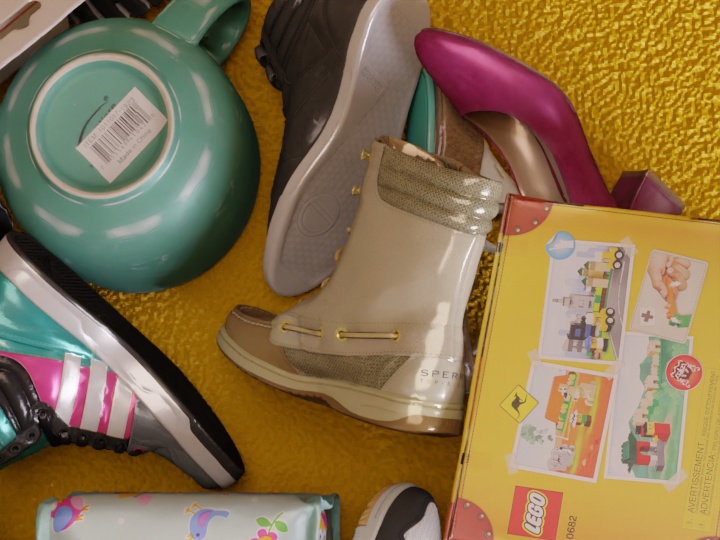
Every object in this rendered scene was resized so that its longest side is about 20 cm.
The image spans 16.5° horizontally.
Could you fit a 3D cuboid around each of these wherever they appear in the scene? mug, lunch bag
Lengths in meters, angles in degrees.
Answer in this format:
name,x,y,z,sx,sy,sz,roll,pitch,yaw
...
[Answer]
name,x,y,z,sx,sy,sz,roll,pitch,yaw
mug,-0.141,-0.088,1.480,0.151,0.114,0.187,-4,79,7
lunch bag,-0.096,0.226,1.409,0.169,0.122,0.202,1,86,6

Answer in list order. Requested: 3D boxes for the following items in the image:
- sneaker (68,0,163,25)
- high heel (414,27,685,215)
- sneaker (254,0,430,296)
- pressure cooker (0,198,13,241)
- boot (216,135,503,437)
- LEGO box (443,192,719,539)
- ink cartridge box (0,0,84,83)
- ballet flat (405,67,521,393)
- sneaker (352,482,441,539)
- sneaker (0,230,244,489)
name,x,y,z,sx,sy,sz,roll,pitch,yaw
sneaker,-0.128,-0.218,1.535,0.199,0.078,0.091,-19,37,15
high heel,0.094,-0.052,1.440,0.200,0.067,0.096,39,74,-22
sneaker,-0.028,-0.090,1.497,0.099,0.070,0.201,35,110,47
pressure cooker,-0.326,-0.029,1.456,0.199,0.179,0.176,31,74,28
boot,0.000,0.000,1.414,0.199,0.072,0.156,17,97,51
LEGO box,0.138,0.071,1.355,0.148,0.077,0.202,7,74,15
ink cartridge box,-0.259,-0.161,1.493,0.199,0.068,0.116,31,58,27
ballet flat,0.058,-0.020,1.472,0.072,0.068,0.202,7,79,-12
sneaker,0.038,0.211,1.388,0.087,0.076,0.201,-12,56,30
sneaker,-0.172,0.086,1.448,0.121,0.084,0.200,-44,106,7
